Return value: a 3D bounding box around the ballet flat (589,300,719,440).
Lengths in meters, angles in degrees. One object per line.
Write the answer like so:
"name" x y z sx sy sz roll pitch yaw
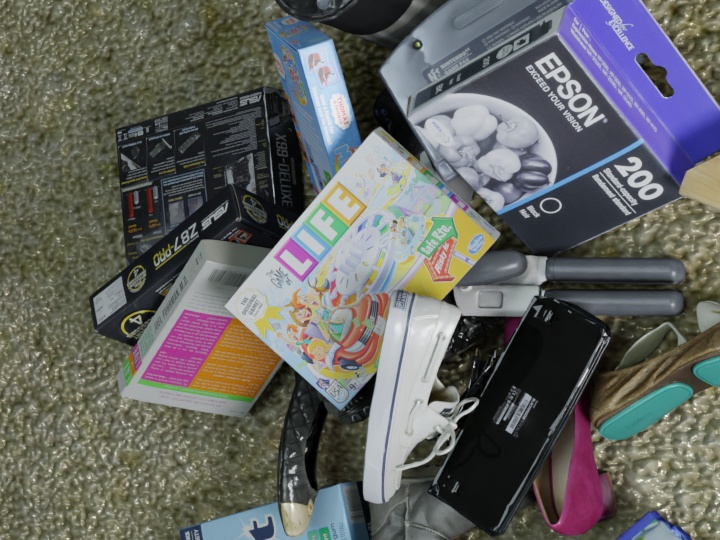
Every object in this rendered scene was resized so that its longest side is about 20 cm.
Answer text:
"ballet flat" 0.267 0.069 1.173 0.200 0.068 0.072 -31 51 32

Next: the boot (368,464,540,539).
"boot" 0.072 0.270 1.255 0.182 0.073 0.200 -7 70 34

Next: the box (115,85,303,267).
"box" -0.152 -0.085 1.459 0.200 0.050 0.158 -12 80 32

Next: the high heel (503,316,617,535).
"high heel" 0.151 0.124 1.217 0.067 0.096 0.200 -23 74 30

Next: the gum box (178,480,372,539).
"gum box" -0.070 0.305 1.379 0.200 0.045 0.170 -20 76 31

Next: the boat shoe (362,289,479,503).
"boat shoe" 0.052 0.110 1.188 0.086 0.075 0.202 10 117 3

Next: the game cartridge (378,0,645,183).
"game cartridge" 0.123 -0.181 1.243 0.200 0.041 0.133 -31 88 5

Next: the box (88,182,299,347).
"box" -0.130 0.014 1.370 0.200 0.161 0.049 -36 52 25

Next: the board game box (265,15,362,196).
"board game box" -0.029 -0.117 1.285 0.037 0.151 0.200 -20 112 -7

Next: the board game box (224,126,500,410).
"board game box" 0.000 0.000 1.213 0.134 0.034 0.200 41 107 2

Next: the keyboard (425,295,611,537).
"keyboard" 0.128 0.113 1.211 0.104 0.040 0.200 33 98 30

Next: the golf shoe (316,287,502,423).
"golf shoe" 0.049 0.061 1.305 0.200 0.094 0.078 -34 79 -1

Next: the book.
"book" -0.127 0.055 1.348 0.200 0.133 0.048 -52 42 37

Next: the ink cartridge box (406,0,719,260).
"ink cartridge box" 0.174 -0.114 1.170 0.200 0.198 0.043 -28 35 28

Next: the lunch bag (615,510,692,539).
"lunch bag" 0.229 0.316 1.143 0.170 0.127 0.200 43 96 30

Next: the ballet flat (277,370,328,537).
"ballet flat" -0.041 0.145 1.336 0.057 0.066 0.200 8 73 8

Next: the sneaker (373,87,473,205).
"sneaker" 0.048 -0.097 1.322 0.112 0.073 0.200 27 93 35

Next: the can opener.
"can opener" 0.166 0.011 1.212 0.200 0.067 0.053 0 82 23

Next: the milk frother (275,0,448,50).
"milk frother" 0.040 -0.301 1.266 0.200 0.188 0.181 -25 74 29

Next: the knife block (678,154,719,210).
"knife block" 0.366 -0.034 1.107 0.200 0.064 0.176 -27 72 29
